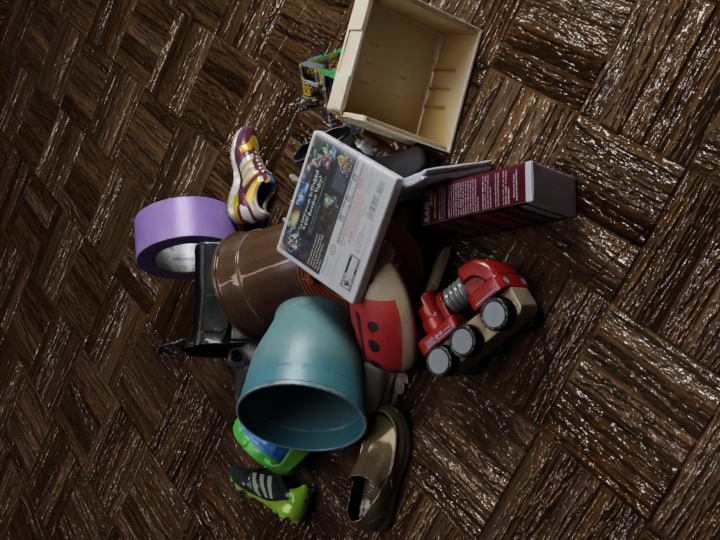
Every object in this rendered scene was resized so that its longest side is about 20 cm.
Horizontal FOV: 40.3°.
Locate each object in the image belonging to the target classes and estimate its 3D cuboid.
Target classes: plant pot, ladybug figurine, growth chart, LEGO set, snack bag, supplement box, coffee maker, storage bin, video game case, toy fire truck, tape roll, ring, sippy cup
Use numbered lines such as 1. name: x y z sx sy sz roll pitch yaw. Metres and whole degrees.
1. plant pot: -0.079 0.151 1.532 0.200 0.200 0.189 -31 38 38
2. plant pot: -0.113 0.001 1.666 0.198 0.200 0.201 -20 66 34
3. ladybug figurine: 0.030 0.074 1.489 0.136 0.072 0.201 37 142 58
4. growth chart: 0.027 0.167 1.589 0.145 0.018 0.201 32 104 46
5. LEGO set: -0.017 -0.299 1.677 0.200 0.153 0.116 24 132 45
6. snack bag: 0.075 -0.126 1.489 0.199 0.188 0.022 -18 89 41
7. supplement box: 0.196 -0.098 1.408 0.199 0.108 0.061 -11 73 44
8. coffee maker: -0.266 0.052 1.805 0.135 0.191 0.201 -33 55 57
9. storage bin: 0.068 -0.311 1.534 0.094 0.198 0.201 18 94 51
10. video game case: -0.034 -0.080 1.449 0.182 0.023 0.201 34 114 36
11. toy fire truck: 0.152 0.034 1.431 0.176 0.128 0.201 -44 62 30
12. tape roll: -0.336 -0.060 1.900 0.200 0.199 0.085 -30 60 39
13. ring: 0.000 0.000 1.536 0.201 0.200 0.019 -49 21 27
14. sippy cup: -0.125 0.252 1.657 0.178 0.139 0.131 42 100 28

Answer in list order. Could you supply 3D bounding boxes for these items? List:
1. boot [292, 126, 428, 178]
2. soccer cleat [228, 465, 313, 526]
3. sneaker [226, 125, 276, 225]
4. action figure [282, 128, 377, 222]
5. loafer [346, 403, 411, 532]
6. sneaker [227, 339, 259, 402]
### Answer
1. boot: 0.003 -0.177 1.567 0.199 0.132 0.070 -27 37 1
2. soccer cleat: -0.155 0.372 1.707 0.199 0.067 0.081 18 78 45
3. sneaker: -0.200 -0.186 1.891 0.090 0.075 0.201 -6 75 28
4. action figure: -0.046 -0.177 1.719 0.193 0.105 0.201 -31 26 36
5. loafer: 0.026 0.306 1.514 0.076 0.067 0.201 5 87 39
6. sneaker: -0.199 0.177 1.743 0.090 0.066 0.200 42 147 4
